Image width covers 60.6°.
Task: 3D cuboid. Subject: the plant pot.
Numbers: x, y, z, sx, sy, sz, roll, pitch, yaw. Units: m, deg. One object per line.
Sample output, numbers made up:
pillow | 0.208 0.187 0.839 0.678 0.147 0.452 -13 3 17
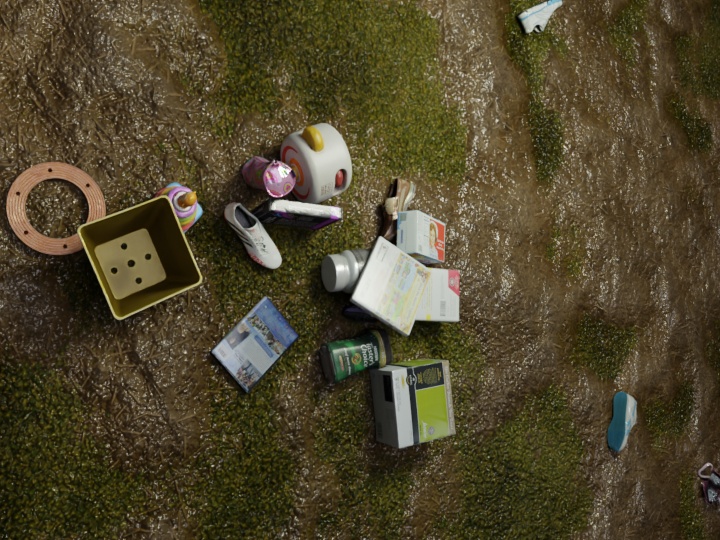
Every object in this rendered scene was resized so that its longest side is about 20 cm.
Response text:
plant pot | -0.493 -0.022 1.353 0.197 0.175 0.205 -26 98 -29

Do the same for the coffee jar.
coffee jar | -0.006 0.225 1.654 0.196 0.085 0.107 -14 90 -29

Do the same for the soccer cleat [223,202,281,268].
soccer cleat | -0.264 -0.086 1.538 0.069 0.085 0.202 -44 106 -24

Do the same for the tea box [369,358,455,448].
tea box | 0.144 0.359 1.699 0.192 0.133 0.206 -4 87 -28

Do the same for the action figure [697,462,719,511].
action figure | 1.392 0.843 2.394 0.197 0.135 0.151 12 37 -40

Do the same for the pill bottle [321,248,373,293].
pill bottle | 0.000 0.000 1.662 0.195 0.113 0.117 -5 88 -29

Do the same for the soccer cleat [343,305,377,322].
soccer cleat | 0.048 0.098 1.667 0.194 0.068 0.075 -4 72 14

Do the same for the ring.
ring | -0.667 -0.135 1.356 0.196 0.019 0.207 3 84 -28

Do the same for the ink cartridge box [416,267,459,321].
ink cartridge box | 0.182 0.069 1.765 0.195 0.083 0.150 6 83 -29

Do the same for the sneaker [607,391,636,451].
sneaker | 0.922 0.535 2.152 0.079 0.076 0.205 24 76 -27

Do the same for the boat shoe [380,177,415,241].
boat shoe | 0.092 -0.175 1.757 0.071 0.075 0.204 30 63 -19

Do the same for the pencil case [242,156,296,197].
pencil case | -0.226 -0.233 1.507 0.085 0.199 0.090 -6 105 -24

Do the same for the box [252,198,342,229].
box | -0.162 -0.143 1.567 0.195 0.142 0.037 3 82 -29

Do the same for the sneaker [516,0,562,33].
sneaker | 0.622 -0.872 2.118 0.197 0.075 0.088 -31 108 -21

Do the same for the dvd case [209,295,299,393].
dvd case | -0.263 0.186 1.553 0.200 0.017 0.144 -47 108 -25

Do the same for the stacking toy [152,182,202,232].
stacking toy | -0.409 -0.148 1.397 0.110 0.199 0.117 47 67 -17

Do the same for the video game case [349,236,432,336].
video game case | 0.084 0.040 1.610 0.180 0.023 0.203 32 61 -12

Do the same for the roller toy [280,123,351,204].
roller toy | -0.119 -0.270 1.577 0.138 0.198 0.187 -25 103 -27

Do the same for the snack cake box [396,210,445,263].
snack cake box | 0.174 -0.092 1.742 0.199 0.066 0.119 15 75 -59
